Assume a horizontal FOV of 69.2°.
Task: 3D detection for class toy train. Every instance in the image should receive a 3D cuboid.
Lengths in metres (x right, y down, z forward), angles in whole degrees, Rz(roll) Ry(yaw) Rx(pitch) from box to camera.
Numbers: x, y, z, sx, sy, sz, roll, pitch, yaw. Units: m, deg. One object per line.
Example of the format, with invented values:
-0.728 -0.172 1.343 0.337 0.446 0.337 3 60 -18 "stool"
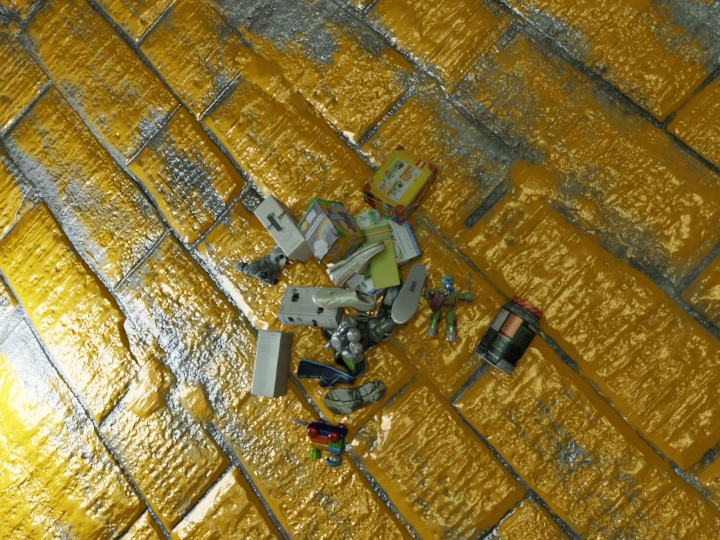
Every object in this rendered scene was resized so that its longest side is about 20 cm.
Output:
-0.141 0.527 1.611 0.196 0.085 0.119 7 96 16 "toy train"

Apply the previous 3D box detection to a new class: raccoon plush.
-0.327 -0.041 1.740 0.197 0.097 0.136 22 80 17 "raccoon plush"

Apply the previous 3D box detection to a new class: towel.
0.064 -0.045 1.598 0.084 0.018 0.204 -12 75 6 "towel"

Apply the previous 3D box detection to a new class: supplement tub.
0.425 0.181 1.485 0.121 0.122 0.202 33 90 17 "supplement tub"

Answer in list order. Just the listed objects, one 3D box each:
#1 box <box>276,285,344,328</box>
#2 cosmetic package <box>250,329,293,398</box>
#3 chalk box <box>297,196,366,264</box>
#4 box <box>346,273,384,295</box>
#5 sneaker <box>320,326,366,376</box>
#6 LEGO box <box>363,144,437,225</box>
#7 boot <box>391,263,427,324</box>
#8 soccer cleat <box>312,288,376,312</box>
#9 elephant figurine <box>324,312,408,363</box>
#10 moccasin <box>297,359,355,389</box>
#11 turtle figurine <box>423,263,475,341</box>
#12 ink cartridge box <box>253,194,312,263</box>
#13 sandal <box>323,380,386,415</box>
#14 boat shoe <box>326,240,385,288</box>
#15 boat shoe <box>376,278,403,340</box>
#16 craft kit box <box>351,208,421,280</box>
-0.153 0.115 1.657 0.195 0.061 0.118 1 51 15 "box"
-0.279 0.295 1.664 0.083 0.108 0.205 5 82 15 "cosmetic package"
-0.101 -0.134 1.605 0.125 0.123 0.202 -48 61 29 "chalk box"
0.000 0.000 1.670 0.118 0.041 0.202 -37 76 5 "box"
-0.056 0.242 1.622 0.071 0.082 0.201 -42 73 16 "sneaker"
0.123 -0.269 1.628 0.148 0.077 0.201 34 72 17 "LEGO box"
0.147 0.083 1.567 0.072 0.096 0.202 24 67 11 "boot"
-0.046 0.081 1.579 0.196 0.078 0.070 8 54 -14 "soccer cleat"
0.020 0.186 1.561 0.154 0.198 0.144 36 127 30 "elephant figurine"
-0.108 0.335 1.633 0.197 0.080 0.069 10 74 30 "moccasin"
0.264 0.097 1.567 0.141 0.200 0.198 5 103 -7 "turtle figurine"
-0.238 -0.133 1.698 0.083 0.144 0.201 -40 74 6 "ink cartridge box"
-0.016 0.390 1.611 0.196 0.054 0.082 -16 83 -3 "sandal"
-0.005 -0.019 1.570 0.198 0.075 0.069 -31 85 15 "boat shoe"
0.085 0.116 1.619 0.067 0.057 0.204 13 86 17 "boat shoe"
0.065 -0.098 1.641 0.194 0.049 0.203 -19 74 -4 "craft kit box"
